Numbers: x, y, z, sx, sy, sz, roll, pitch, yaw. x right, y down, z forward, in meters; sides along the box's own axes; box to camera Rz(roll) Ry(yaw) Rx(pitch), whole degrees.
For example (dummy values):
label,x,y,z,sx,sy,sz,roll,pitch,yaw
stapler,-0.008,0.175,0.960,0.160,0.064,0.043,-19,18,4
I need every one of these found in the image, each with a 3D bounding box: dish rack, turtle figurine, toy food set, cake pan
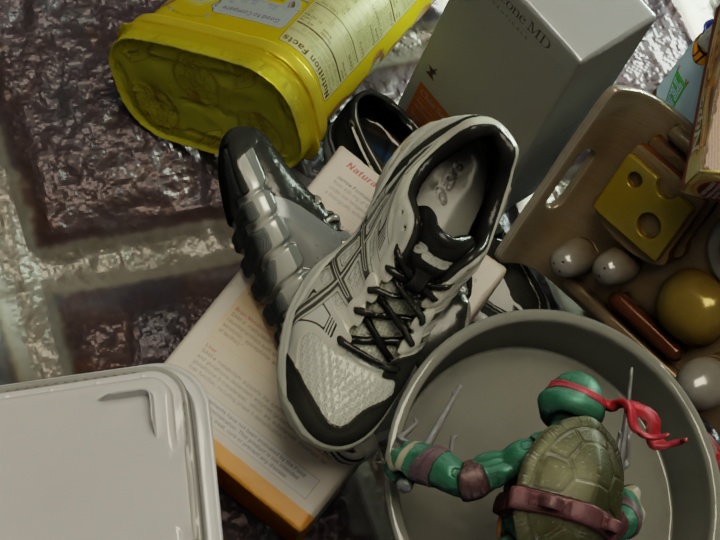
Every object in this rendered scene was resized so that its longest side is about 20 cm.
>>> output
label,x,y,z,sx,sy,sz,roll,pitch,yaw
dish rack,-0.178,0.135,1.119,0.200,0.044,0.172,-8,68,2
turtle figurine,0.086,0.123,1.030,0.150,0.101,0.200,21,73,-14
toy food set,0.187,0.003,1.218,0.200,0.144,0.060,43,32,19
cake pan,0.101,0.122,1.107,0.200,0.037,0.201,6,71,-19

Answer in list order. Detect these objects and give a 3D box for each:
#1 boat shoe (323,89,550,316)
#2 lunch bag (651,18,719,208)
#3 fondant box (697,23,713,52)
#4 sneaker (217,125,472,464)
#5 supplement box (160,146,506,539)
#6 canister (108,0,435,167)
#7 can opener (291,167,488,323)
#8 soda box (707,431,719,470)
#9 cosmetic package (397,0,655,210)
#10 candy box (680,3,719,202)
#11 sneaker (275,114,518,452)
label,x,y,z,sx,sy,sz,roll,pitch,yaw
boat shoe,0.050,-0.033,1.315,0.069,0.057,0.200,-36,76,-30
lunch bag,0.250,-0.036,1.308,0.124,0.170,0.200,-7,66,-25
fondant box,0.322,-0.151,1.271,0.144,0.058,0.200,46,53,4
sneaker,0.000,0.000,1.155,0.115,0.075,0.200,-21,88,-14
supplement box,-0.024,0.045,1.210,0.126,0.074,0.200,38,76,6
canister,-0.045,-0.167,1.323,0.148,0.087,0.200,17,50,31
can opener,0.012,0.016,1.277,0.200,0.053,0.067,35,53,5
soda box,0.232,0.199,1.231,0.063,0.070,0.200,-25,71,-27
cosmetic package,0.098,-0.126,1.296,0.071,0.200,0.101,-33,74,-29
candy box,0.292,-0.081,1.158,0.200,0.055,0.116,14,78,-2
sneaker,0.019,0.001,1.078,0.076,0.088,0.200,27,79,-12
